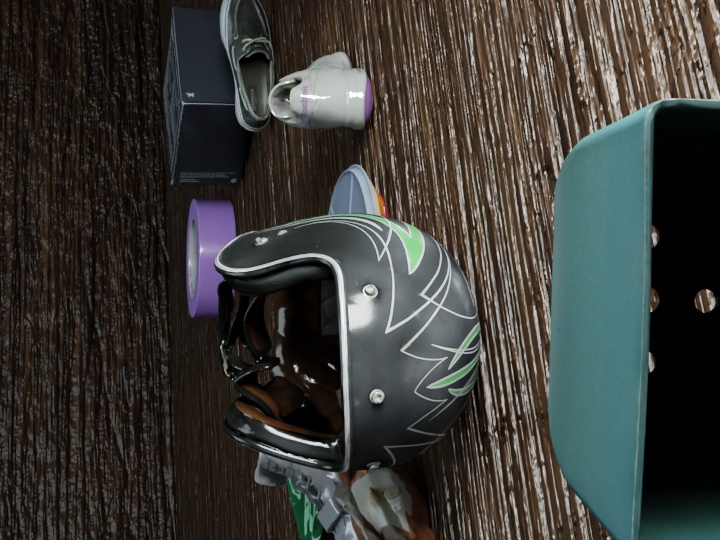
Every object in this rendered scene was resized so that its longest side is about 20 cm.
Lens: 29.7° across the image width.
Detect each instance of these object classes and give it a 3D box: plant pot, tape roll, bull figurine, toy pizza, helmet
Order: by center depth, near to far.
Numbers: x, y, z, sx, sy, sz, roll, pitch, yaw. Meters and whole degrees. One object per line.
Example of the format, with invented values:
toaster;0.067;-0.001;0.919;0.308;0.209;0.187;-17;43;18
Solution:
plant pot;0.141;0.017;0.512;0.200;0.139;0.144;-156;67;-83
helmet;-0.004;0.051;0.988;0.200;0.188;0.203;-27;-60;-61
bull figurine;0.014;0.187;1.137;0.122;0.065;0.200;61;177;-35
toy pizza;0.000;0.000;1.310;0.200;0.031;0.204;-179;90;-75
tape roll;-0.257;-0.021;2.323;0.200;0.065;0.204;180;90;-77

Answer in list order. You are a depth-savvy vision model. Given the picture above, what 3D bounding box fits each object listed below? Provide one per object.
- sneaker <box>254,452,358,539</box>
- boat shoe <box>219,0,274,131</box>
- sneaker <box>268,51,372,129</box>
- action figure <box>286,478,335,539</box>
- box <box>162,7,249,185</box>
sneaker;-0.039;0.209;1.285;0.075;0.113;0.202;110;156;-55
boat shoe;-0.147;-0.299;1.896;0.071;0.071;0.203;168;93;-67
sneaker;-0.050;-0.185;1.388;0.200;0.098;0.076;-142;52;-75
action figure;-0.037;0.280;1.407;0.118;0.054;0.203;135;127;-69
box;-0.241;-0.272;2.144;0.199;0.121;0.202;108;156;-54
